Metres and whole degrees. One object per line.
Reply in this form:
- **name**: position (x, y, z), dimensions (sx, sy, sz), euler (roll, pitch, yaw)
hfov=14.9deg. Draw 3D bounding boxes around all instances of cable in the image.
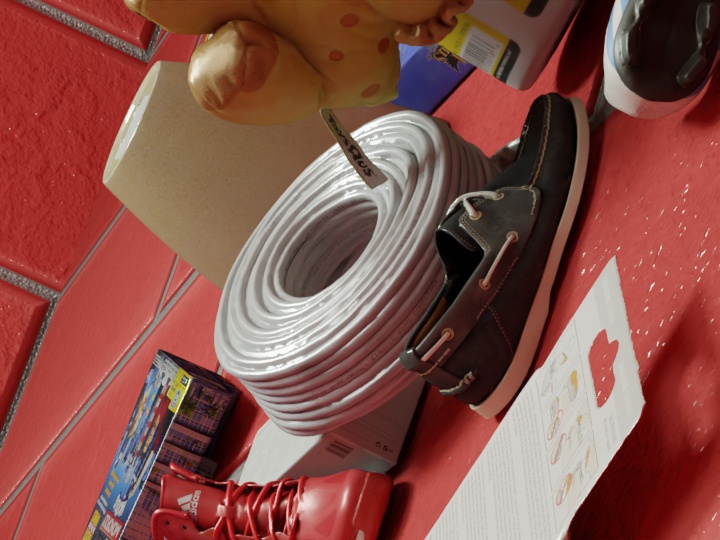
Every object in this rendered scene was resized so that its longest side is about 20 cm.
- **cable**: position (0.000, 0.000, 1.615), dimensions (0.199, 0.069, 0.201), euler (-19, 39, 43)

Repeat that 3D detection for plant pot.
- **plant pot**: position (-0.069, -0.060, 1.896), dimensions (0.188, 0.199, 0.188), euler (-59, 14, 25)

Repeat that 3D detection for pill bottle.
- **pill bottle**: position (0.042, -0.203, 1.650), dimensions (0.112, 0.199, 0.111), euler (-59, -2, -4)

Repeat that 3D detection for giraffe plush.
- **giraffe plush**: position (-0.007, -0.166, 1.531), dimensions (0.162, 0.200, 0.173), euler (-42, 10, 34)

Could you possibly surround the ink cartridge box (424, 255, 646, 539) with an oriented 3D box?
- **ink cartridge box**: position (0.087, 0.113, 1.257), dimensions (0.200, 0.050, 0.161), euler (-57, 14, 21)

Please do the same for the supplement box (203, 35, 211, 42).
- **supplement box**: position (-0.089, -0.211, 2.558), dimensions (0.111, 0.085, 0.200), euler (-67, 12, -8)

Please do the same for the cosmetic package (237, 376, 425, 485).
- **cosmetic package**: position (-0.022, 0.110, 1.713), dimensions (0.200, 0.050, 0.083), euler (-45, 22, 58)

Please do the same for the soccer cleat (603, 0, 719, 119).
- **soccer cleat**: position (0.170, -0.168, 1.389), dimensions (0.086, 0.070, 0.201), euler (125, 170, -80)

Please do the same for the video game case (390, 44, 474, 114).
- **video game case**: position (0.086, -0.226, 1.925), dimensions (0.200, 0.045, 0.182), euler (-44, 25, 60)

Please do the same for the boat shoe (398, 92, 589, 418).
- **boat shoe**: position (0.077, -0.020, 1.508), dimensions (0.072, 0.067, 0.201), euler (-49, 18, 61)

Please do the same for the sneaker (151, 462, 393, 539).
- **sneaker**: position (-0.063, 0.154, 1.648), dimensions (0.200, 0.115, 0.079), euler (-48, 21, 56)

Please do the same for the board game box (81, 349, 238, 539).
- **board game box**: position (-0.162, 0.174, 2.176), dimensions (0.201, 0.061, 0.200), euler (-66, 12, 0)
